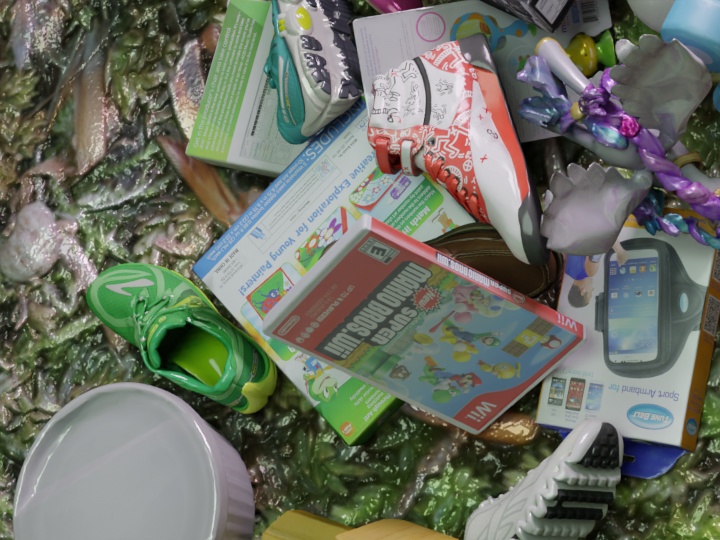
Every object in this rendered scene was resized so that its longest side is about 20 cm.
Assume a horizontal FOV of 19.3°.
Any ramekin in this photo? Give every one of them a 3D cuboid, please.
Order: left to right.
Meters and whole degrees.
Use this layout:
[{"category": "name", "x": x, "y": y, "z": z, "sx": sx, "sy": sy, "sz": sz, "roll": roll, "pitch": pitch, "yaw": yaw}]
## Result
[{"category": "ramekin", "x": -0.176, "y": 0.197, "z": 1.718, "sx": 0.201, "sy": 0.094, "sz": 0.204, "roll": -7, "pitch": 75, "yaw": 26}]

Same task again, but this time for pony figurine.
[{"category": "pony figurine", "x": 0.195, "y": -0.092, "z": 1.520, "sx": 0.167, "sy": 0.192, "sz": 0.200, "roll": -58, "pitch": 41, "yaw": 14}]

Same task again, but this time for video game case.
[{"category": "video game case", "x": 0.047, "y": 0.044, "z": 1.568, "sx": 0.143, "sy": 0.199, "sz": 0.018, "roll": -45, "pitch": 29, "yaw": 40}]

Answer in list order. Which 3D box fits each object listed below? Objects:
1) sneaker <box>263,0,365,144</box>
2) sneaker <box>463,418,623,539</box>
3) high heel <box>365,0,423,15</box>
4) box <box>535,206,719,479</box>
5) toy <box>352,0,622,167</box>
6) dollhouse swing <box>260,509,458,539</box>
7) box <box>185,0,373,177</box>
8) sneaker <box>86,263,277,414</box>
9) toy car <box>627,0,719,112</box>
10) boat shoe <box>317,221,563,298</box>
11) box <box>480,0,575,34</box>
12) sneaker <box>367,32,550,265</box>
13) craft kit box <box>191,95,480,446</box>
[{"category": "sneaker", "x": -0.053, "y": -0.186, "z": 1.709, "sx": 0.080, "sy": 0.077, "sz": 0.201, "roll": -47, "pitch": 34, "yaw": 35}, {"category": "sneaker", "x": 0.121, "y": 0.186, "z": 1.574, "sx": 0.201, "sy": 0.075, "sz": 0.081, "roll": -58, "pitch": 45, "yaw": 15}, {"category": "high heel", "x": 0.029, "y": -0.278, "z": 1.729, "sx": 0.096, "sy": 0.067, "sz": 0.201, "roll": -46, "pitch": 37, "yaw": 20}, {"category": "box", "x": 0.204, "y": 0.051, "z": 1.590, "sx": 0.118, "sy": 0.041, "sz": 0.202, "roll": 7, "pitch": 79, "yaw": 28}, {"category": "toy", "x": 0.101, "y": -0.154, "z": 1.655, "sx": 0.198, "sy": 0.047, "sz": 0.116, "roll": -10, "pitch": 93, "yaw": 1}, {"category": "dollhouse swing", "x": -0.037, "y": 0.283, "z": 1.575, "sx": 0.175, "sy": 0.182, "sz": 0.202, "roll": 12, "pitch": 95, "yaw": 21}, {"category": "box", "x": -0.040, "y": -0.145, "z": 1.767, "sx": 0.199, "sy": 0.036, "sz": 0.145, "roll": 13, "pitch": 84, "yaw": 28}, {"category": "sneaker", "x": -0.154, "y": 0.047, "z": 1.750, "sx": 0.199, "sy": 0.083, "sz": 0.074, "roll": 30, "pitch": 92, "yaw": 30}, {"category": "toy car", "x": 0.252, "y": -0.226, "z": 1.570, "sx": 0.199, "sy": 0.177, "sz": 0.185, "roll": 18, "pitch": 76, "yaw": 42}, {"category": "boat shoe", "x": 0.054, "y": 0.014, "z": 1.595, "sx": 0.198, "sy": 0.072, "sz": 0.068, "roll": -7, "pitch": 29, "yaw": 23}, {"category": "box", "x": 0.134, "y": -0.299, "z": 1.612, "sx": 0.157, "sy": 0.050, "sz": 0.201, "roll": 31, "pitch": 88, "yaw": 39}, {"category": "sneaker", "x": 0.069, "y": -0.076, "z": 1.572, "sx": 0.107, "sy": 0.067, "sz": 0.203, "roll": -19, "pitch": 61, "yaw": 6}, {"category": "craft kit box", "x": 0.000, "y": 0.000, "z": 1.680, "sx": 0.200, "sy": 0.048, "sz": 0.198, "roll": -45, "pitch": 74, "yaw": 11}]
